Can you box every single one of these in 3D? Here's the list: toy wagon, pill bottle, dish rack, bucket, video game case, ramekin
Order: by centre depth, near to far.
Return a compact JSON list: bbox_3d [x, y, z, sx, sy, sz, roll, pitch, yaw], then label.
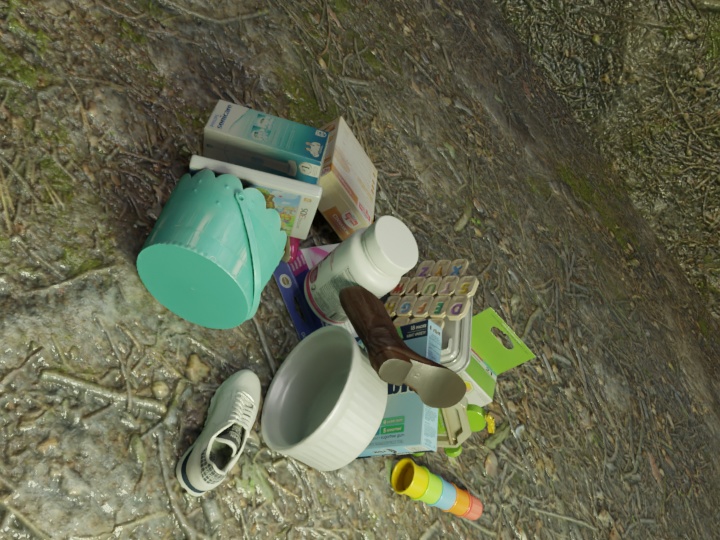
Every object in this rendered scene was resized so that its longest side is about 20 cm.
[{"bbox_3d":[-0.216,-0.023,0.936,0.206,0.205,0.137,38,49,-20],"label":"bucket"},{"bbox_3d":[-0.050,0.195,0.963,0.097,0.198,0.204,39,41,-28],"label":"ramekin"},{"bbox_3d":[-0.167,-0.108,1.008,0.194,0.182,0.023,13,70,-8],"label":"video game case"},{"bbox_3d":[0.000,0.000,1.082,0.111,0.199,0.116,24,48,-30],"label":"pill bottle"},{"bbox_3d":[0.137,0.254,1.113,0.040,0.194,0.159,-63,142,-52],"label":"toy wagon"},{"bbox_3d":[0.128,0.116,1.223,0.044,0.168,0.203,51,34,-33],"label":"dish rack"}]

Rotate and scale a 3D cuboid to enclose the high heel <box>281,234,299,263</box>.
[{"bbox_3d":[-0.110,-0.081,1.182,0.094,0.068,0.203,15,35,-26],"label":"high heel"}]

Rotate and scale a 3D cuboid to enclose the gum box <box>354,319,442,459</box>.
[{"bbox_3d":[0.052,0.197,1.059,0.044,0.167,0.206,32,53,-39],"label":"gum box"}]

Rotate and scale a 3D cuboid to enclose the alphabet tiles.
[{"bbox_3d":[0.131,0.051,1.246,0.015,0.196,0.198,52,52,-34],"label":"alphabet tiles"}]

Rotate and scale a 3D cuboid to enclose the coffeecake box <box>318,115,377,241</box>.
[{"bbox_3d":[-0.036,-0.185,1.293,0.154,0.072,0.203,52,28,-33],"label":"coffeecake box"}]

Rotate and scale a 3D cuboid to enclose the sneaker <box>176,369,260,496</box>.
[{"bbox_3d":[-0.178,0.217,0.899,0.076,0.080,0.203,39,40,-17],"label":"sneaker"}]

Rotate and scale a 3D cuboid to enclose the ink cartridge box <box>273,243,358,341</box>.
[{"bbox_3d":[-0.052,0.052,1.182,0.197,0.043,0.201,-12,74,-52],"label":"ink cartridge box"}]

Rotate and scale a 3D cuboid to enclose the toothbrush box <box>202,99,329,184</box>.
[{"bbox_3d":[-0.163,-0.178,1.082,0.194,0.149,0.087,14,47,-3],"label":"toothbrush box"}]

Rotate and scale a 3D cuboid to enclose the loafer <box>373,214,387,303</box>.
[{"bbox_3d":[0.021,-0.027,1.297,0.071,0.062,0.205,9,58,-44],"label":"loafer"}]

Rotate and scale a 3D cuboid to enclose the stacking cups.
[{"bbox_3d":[0.139,0.395,1.142,0.198,0.060,0.062,35,42,-33],"label":"stacking cups"}]

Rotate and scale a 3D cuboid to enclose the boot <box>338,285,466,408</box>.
[{"bbox_3d":[0.060,0.111,0.991,0.184,0.065,0.201,31,14,-33],"label":"boot"}]

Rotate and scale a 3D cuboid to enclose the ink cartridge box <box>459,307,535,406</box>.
[{"bbox_3d":[0.217,0.182,1.250,0.148,0.199,0.076,44,39,-12],"label":"ink cartridge box"}]
